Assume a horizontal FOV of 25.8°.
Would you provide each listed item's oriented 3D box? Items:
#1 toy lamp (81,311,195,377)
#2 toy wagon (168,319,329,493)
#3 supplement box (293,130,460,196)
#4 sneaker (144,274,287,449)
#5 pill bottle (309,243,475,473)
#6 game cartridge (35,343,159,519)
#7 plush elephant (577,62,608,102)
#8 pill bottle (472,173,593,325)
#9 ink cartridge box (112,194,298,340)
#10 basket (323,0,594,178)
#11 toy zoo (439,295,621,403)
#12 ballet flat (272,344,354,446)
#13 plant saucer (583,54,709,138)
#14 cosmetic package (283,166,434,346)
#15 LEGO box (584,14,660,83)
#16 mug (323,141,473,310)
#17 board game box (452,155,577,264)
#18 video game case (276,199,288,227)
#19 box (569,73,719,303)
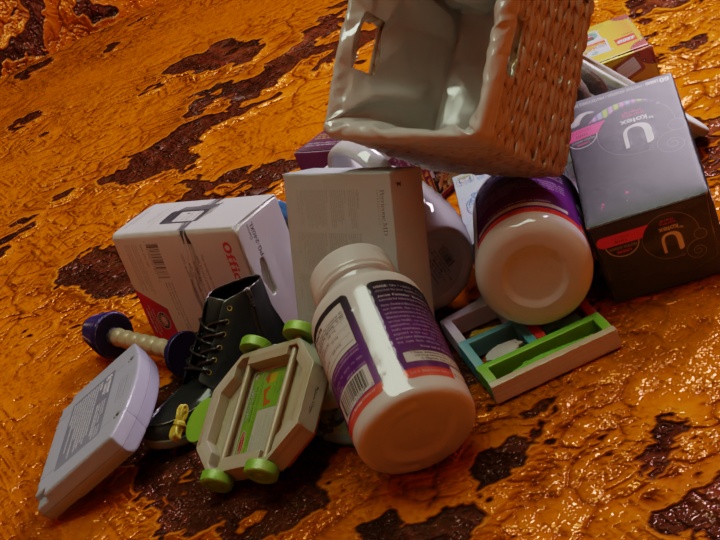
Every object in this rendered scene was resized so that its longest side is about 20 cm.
[{"bbox_3d":[-0.252,0.080,1.787,0.058,0.059,0.199,-38,28,-33],"label":"toy lamp"},{"bbox_3d":[-0.108,0.134,1.488,0.199,0.039,0.156,-19,46,46],"label":"toy wagon"},{"bbox_3d":[0.036,-0.135,1.902,0.103,0.132,0.200,1,32,46],"label":"supplement box"},{"bbox_3d":[-0.160,0.092,1.613,0.074,0.107,0.200,5,35,46],"label":"sneaker"},{"bbox_3d":[0.020,0.072,1.406,0.110,0.112,0.201,-22,47,-1],"label":"pill bottle"},{"bbox_3d":[-0.263,0.157,1.600,0.133,0.040,0.200,-44,18,17],"label":"game cartridge"},{"bbox_3d":[0.170,-0.189,1.681,0.164,0.201,0.155,-31,41,-5],"label":"plush elephant"},{"bbox_3d":[0.166,-0.037,1.540,0.111,0.113,0.200,-17,23,11],"label":"pill bottle"},{"bbox_3d":[-0.163,0.001,1.762,0.199,0.146,0.083,-2,28,40],"label":"ink cartridge box"},{"bbox_3d":[0.099,-0.201,1.504,0.199,0.200,0.160,6,-8,43],"label":"basket"},{"bbox_3d":[0.156,0.055,1.521,0.130,0.021,0.200,-24,23,-4],"label":"toy zoo"},{"bbox_3d":[-0.043,0.114,1.511,0.074,0.075,0.199,-33,26,-25],"label":"ballet flat"},{"bbox_3d":[0.297,-0.189,1.779,0.051,0.199,0.200,-60,19,13],"label":"plant saucer"},{"bbox_3d":[0.000,0.000,1.550,0.051,0.202,0.150,-13,12,-42],"label":"cosmetic package"},{"bbox_3d":[0.268,-0.237,1.978,0.198,0.078,0.149,-19,23,6],"label":"LEGO box"},{"bbox_3d":[0.025,-0.049,1.638,0.147,0.201,0.175,-35,33,-18],"label":"mug"},{"bbox_3d":[0.208,-0.082,1.742,0.198,0.044,0.199,-19,23,7],"label":"board game box"},{"bbox_3d":[-0.131,-0.045,1.867,0.198,0.143,0.018,-5,70,36],"label":"video game case"},{"bbox_3d":[0.278,-0.084,1.547,0.121,0.107,0.201,-18,39,12],"label":"box"}]
